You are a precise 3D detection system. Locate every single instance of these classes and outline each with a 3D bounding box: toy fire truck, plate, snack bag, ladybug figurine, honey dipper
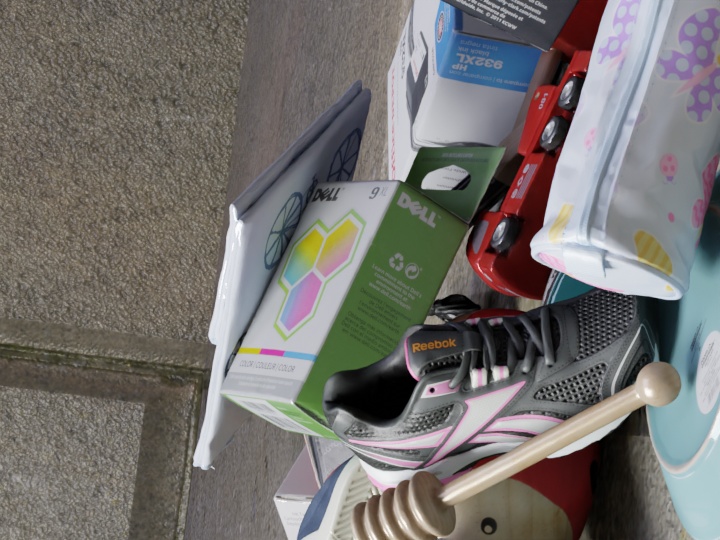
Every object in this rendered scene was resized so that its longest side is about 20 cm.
[{"bbox_3d":[0.113,-0.082,1.368,0.201,0.049,0.141,-64,17,-3],"label":"toy fire truck"},{"bbox_3d":[0.175,0.036,1.140,0.200,0.025,0.202,-171,90,-80],"label":"plate"},{"bbox_3d":[-0.051,0.002,1.435,0.189,0.021,0.201,-51,-22,-51],"label":"snack bag"},{"bbox_3d":[0.089,0.098,1.320,0.072,0.135,0.201,-31,36,38],"label":"ladybug figurine"},{"bbox_3d":[0.081,0.099,1.174,0.199,0.038,0.038,-30,41,28],"label":"honey dipper"}]

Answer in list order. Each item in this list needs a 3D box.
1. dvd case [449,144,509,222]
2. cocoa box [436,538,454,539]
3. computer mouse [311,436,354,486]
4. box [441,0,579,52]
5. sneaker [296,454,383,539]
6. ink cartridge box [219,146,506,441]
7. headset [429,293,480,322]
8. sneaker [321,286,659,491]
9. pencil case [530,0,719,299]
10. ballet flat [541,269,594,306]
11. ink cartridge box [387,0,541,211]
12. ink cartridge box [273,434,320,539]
[{"bbox_3d":[0.068,-0.041,1.511,0.150,0.025,0.200,-42,-2,-23],"label":"dvd case"},{"bbox_3d":[0.069,0.269,1.244,0.132,0.132,0.201,-97,18,-55],"label":"cocoa box"},{"bbox_3d":[0.008,0.126,1.537,0.139,0.052,0.202,-49,-48,-64],"label":"computer mouse"},{"bbox_3d":[0.108,-0.254,1.356,0.201,0.105,0.122,-59,19,21],"label":"box"},{"bbox_3d":[-0.020,0.196,1.339,0.201,0.075,0.085,-60,7,-6],"label":"sneaker"},{"bbox_3d":[0.000,0.000,1.356,0.104,0.059,0.201,3,64,62],"label":"ink cartridge box"},{"bbox_3d":[0.058,0.087,1.560,0.201,0.093,0.124,92,177,-49],"label":"headset"},{"bbox_3d":[0.065,0.058,1.203,0.199,0.086,0.081,-30,44,23],"label":"sneaker"},{"bbox_3d":[0.148,-0.086,1.129,0.091,0.083,0.201,47,-121,-77],"label":"pencil case"},{"bbox_3d":[0.147,-0.014,1.282,0.062,0.067,0.202,-19,-55,-68],"label":"ballet flat"},{"bbox_3d":[0.079,-0.150,1.639,0.201,0.083,0.146,110,164,-51],"label":"ink cartridge box"},{"bbox_3d":[-0.005,0.105,1.634,0.200,0.044,0.177,-57,-42,-50],"label":"ink cartridge box"}]
